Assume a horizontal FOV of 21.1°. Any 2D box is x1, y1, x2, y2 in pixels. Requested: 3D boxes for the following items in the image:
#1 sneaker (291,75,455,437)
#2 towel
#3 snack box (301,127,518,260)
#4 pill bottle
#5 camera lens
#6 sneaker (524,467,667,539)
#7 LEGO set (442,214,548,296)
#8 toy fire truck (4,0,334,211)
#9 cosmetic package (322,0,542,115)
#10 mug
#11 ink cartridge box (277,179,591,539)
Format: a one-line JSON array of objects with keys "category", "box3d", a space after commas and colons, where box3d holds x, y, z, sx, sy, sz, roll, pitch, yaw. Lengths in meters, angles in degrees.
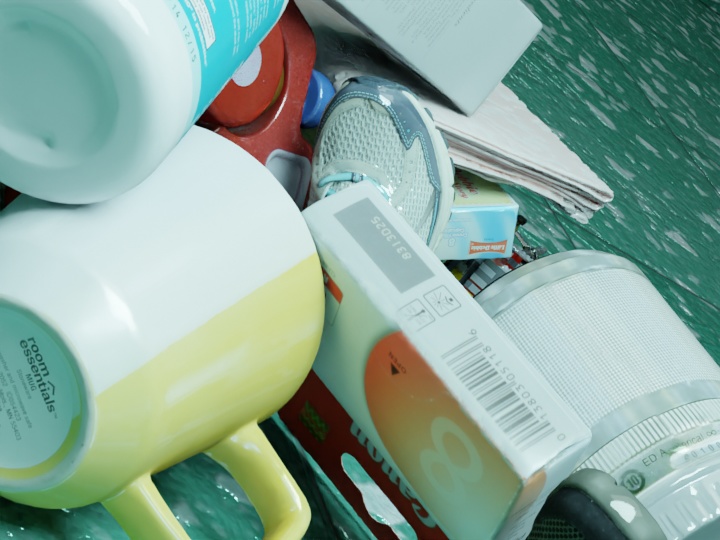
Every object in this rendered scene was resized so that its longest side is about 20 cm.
[{"category": "sneaker", "box3d": [0.000, 0.000, 1.013, 0.077, 0.202, 0.086, 10, 24, 15]}, {"category": "towel", "box3d": [0.037, -0.105, 1.170, 0.190, 0.032, 0.200, 20, 18, -31]}, {"category": "snack box", "box3d": [0.005, -0.063, 1.180, 0.115, 0.037, 0.200, -2, 27, -20]}, {"category": "pill bottle", "box3d": [-0.094, -0.120, 0.821, 0.111, 0.111, 0.200, 39, 36, -6]}, {"category": "camera lens", "box3d": [0.135, 0.101, 1.077, 0.159, 0.160, 0.200, 18, 29, -48]}, {"category": "sneaker", "box3d": [0.069, 0.164, 0.823, 0.114, 0.200, 0.076, -33, 68, -27]}, {"category": "LEGO set", "box3d": [0.047, -0.017, 1.229, 0.154, 0.116, 0.200, 44, 19, 10]}, {"category": "toy fire truck", "box3d": [-0.079, -0.065, 0.998, 0.111, 0.202, 0.168, 12, -1, 33]}, {"category": "cosmetic package", "box3d": [0.009, -0.168, 1.055, 0.102, 0.074, 0.200, 41, 4, 35]}, {"category": "mug", "box3d": [-0.096, 0.035, 0.811, 0.186, 0.150, 0.153, 29, 25, 12]}, {"category": "ink cartridge box", "box3d": [0.012, 0.078, 0.910, 0.050, 0.201, 0.162, -26, 65, -34]}]
